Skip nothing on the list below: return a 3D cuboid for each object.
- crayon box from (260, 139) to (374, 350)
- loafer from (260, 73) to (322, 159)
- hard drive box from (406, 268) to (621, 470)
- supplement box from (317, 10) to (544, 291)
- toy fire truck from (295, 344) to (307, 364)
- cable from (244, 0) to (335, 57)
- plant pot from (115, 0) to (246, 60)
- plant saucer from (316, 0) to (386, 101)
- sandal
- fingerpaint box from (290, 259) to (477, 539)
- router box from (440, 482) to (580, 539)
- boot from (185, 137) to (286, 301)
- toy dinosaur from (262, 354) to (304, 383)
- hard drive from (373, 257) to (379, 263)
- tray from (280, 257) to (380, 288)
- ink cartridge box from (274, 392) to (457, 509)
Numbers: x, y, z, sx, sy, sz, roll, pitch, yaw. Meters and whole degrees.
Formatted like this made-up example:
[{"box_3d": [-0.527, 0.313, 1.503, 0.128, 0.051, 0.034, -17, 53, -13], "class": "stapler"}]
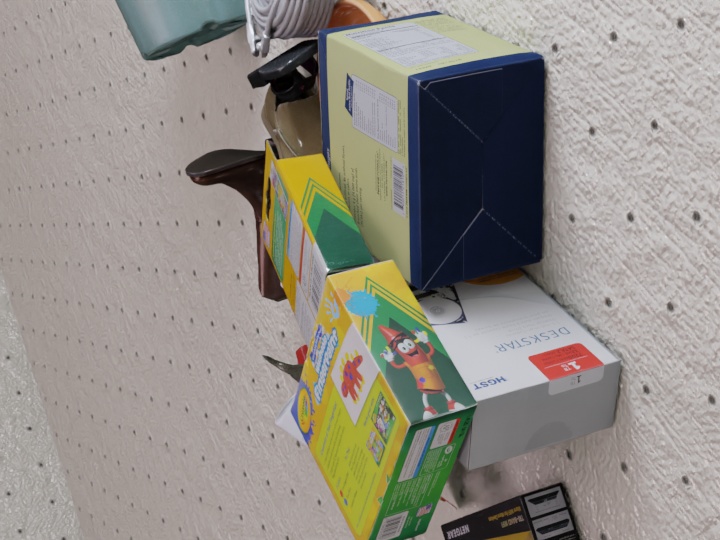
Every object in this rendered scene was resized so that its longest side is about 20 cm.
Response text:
[{"box_3d": [-0.044, -0.020, 1.596, 0.201, 0.051, 0.127, -116, 24, -44], "class": "crayon box"}, {"box_3d": [-0.065, -0.160, 1.889, 0.200, 0.075, 0.068, 51, 151, 45], "class": "loafer"}, {"box_3d": [0.117, 0.079, 1.513, 0.200, 0.154, 0.078, 46, 141, 48], "class": "hard drive box"}, {"box_3d": [0.063, -0.118, 1.554, 0.200, 0.133, 0.202, 37, 134, 55], "class": "supplement box"}, {"box_3d": [-0.009, 0.172, 1.967, 0.141, 0.048, 0.202, -35, 71, 65], "class": "toy fire truck"}, {"box_3d": [-0.071, -0.348, 1.777, 0.200, 0.068, 0.202, 131, 136, -60], "class": "cable"}, {"box_3d": [-0.232, -0.374, 2.031, 0.200, 0.199, 0.198, -15, 95, 66], "class": "plant pot"}, {"box_3d": [0.011, -0.188, 1.756, 0.200, 0.037, 0.202, 44, 141, 52], "class": "plant saucer"}, {"box_3d": [-0.076, -0.217, 1.828, 0.048, 0.075, 0.200, 59, 173, -9], "class": "sandal"}, {"box_3d": [0.017, 0.122, 1.476, 0.168, 0.073, 0.201, 59, 150, 33], "class": "fingerpaint box"}, {"box_3d": [0.161, 0.309, 1.655, 0.200, 0.052, 0.159, -41, 65, 64], "class": "router box"}, {"box_3d": [-0.121, -0.046, 1.954, 0.064, 0.185, 0.203, 17, 115, 46], "class": "boot"}, {"box_3d": [-0.014, 0.119, 1.852, 0.103, 0.198, 0.077, -72, 3, -54], "class": "toy dinosaur"}, {"box_3d": [0.028, 0.073, 1.690, 0.134, 0.042, 0.202, 31, 110, 41], "class": "hard drive"}, {"box_3d": [0.000, 0.000, 1.675, 0.199, 0.022, 0.109, 27, 105, 42], "class": "tray"}, {"box_3d": [0.008, 0.206, 1.754, 0.200, 0.057, 0.163, 40, 177, 9], "class": "ink cartridge box"}]
